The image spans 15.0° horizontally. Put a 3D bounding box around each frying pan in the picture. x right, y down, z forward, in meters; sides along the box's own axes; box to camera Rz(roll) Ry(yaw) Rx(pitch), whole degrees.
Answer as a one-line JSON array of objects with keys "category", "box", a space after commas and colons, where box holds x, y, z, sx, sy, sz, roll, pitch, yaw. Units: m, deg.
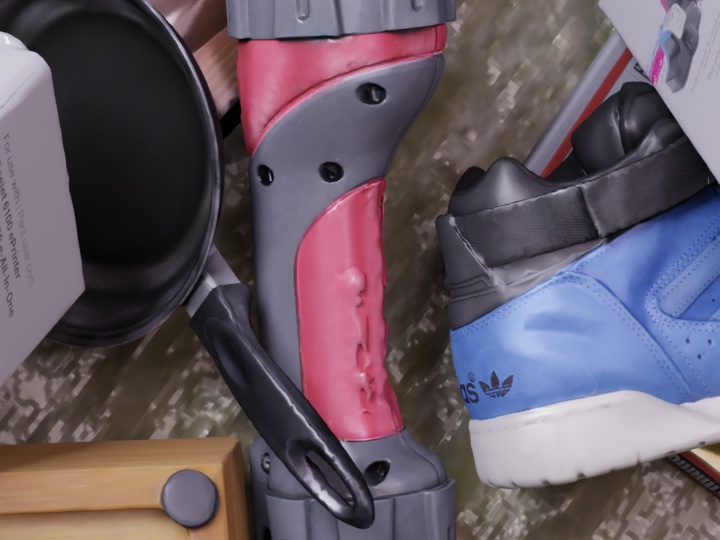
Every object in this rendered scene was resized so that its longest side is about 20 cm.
[{"category": "frying pan", "box": [-0.053, -0.020, 0.781, 0.189, 0.116, 0.031, 27, 27, 27]}]

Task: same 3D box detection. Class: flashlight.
[{"category": "flashlight", "box": [0.000, 0.000, 0.796, 0.068, 0.068, 0.201, -7, 97, -15]}]

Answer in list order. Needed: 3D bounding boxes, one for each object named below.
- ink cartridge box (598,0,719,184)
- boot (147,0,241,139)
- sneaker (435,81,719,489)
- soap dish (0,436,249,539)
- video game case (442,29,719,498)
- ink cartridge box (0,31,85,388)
[{"category": "ink cartridge box", "box": [0.147, -0.076, 0.830, 0.114, 0.200, 0.068, 11, 115, -17]}, {"category": "boot", "box": [-0.068, -0.160, 0.853, 0.200, 0.064, 0.186, 43, 68, 3]}, {"category": "sneaker", "box": [0.119, -0.009, 0.835, 0.199, 0.077, 0.112, -13, 90, -10]}, {"category": "soap dish", "box": [-0.120, 0.124, 0.758, 0.199, 0.081, 0.158, -1, 78, -16]}, {"category": "video game case", "box": [0.144, 0.008, 0.889, 0.200, 0.017, 0.143, 37, 71, -4]}, {"category": "ink cartridge box", "box": [-0.183, 0.016, 0.696, 0.144, 0.084, 0.200, 13, 41, 23]}]
